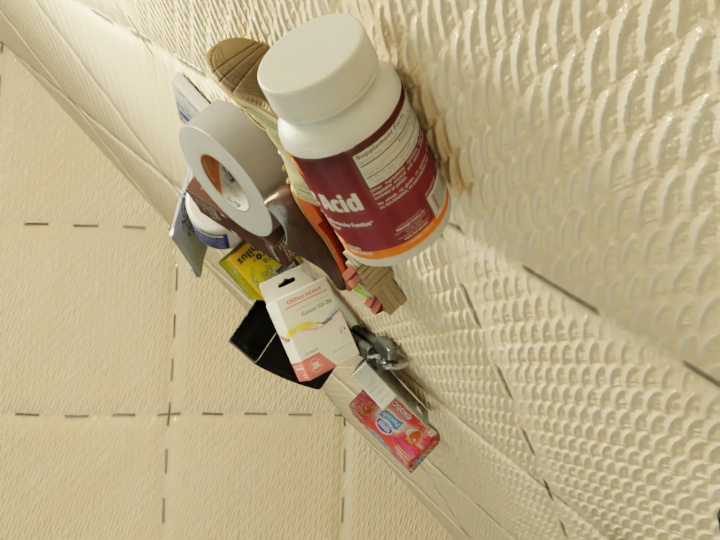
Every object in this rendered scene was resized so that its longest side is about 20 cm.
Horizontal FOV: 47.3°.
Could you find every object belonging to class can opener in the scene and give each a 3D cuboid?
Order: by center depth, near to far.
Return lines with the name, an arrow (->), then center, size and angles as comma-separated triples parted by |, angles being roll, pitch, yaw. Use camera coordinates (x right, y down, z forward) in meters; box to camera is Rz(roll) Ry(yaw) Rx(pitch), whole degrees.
can opener -> 0.026, 0.139, 1.550 | 0.199, 0.052, 0.068 | 23, 119, 58

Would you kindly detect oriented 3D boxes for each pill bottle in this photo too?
pill bottle -> -0.002, -0.108, 0.713 | 0.114, 0.114, 0.201 | 33, 162, 45
pill bottle -> -0.266, -0.107, 1.576 | 0.120, 0.120, 0.200 | 45, 167, 5

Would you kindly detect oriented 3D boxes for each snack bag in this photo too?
snack bag -> -0.328, -0.112, 1.657 | 0.021, 0.203, 0.189 | 6, 155, 10

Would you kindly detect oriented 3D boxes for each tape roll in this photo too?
tape roll -> -0.179, -0.149, 1.221 | 0.199, 0.066, 0.201 | 38, 156, 20

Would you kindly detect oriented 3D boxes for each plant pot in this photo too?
plant pot -> -0.135, 0.140, 1.763 | 0.177, 0.201, 0.199 | 40, 171, -25

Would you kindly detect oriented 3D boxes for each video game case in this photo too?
video game case -> -0.232, -0.217, 1.356 | 0.200, 0.022, 0.182 | 46, 167, 2

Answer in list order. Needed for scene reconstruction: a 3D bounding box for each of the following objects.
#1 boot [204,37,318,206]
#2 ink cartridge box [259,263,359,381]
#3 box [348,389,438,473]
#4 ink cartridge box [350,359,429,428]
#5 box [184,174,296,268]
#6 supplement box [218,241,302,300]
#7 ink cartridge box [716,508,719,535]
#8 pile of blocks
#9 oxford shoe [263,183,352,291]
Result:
boot -> -0.087, -0.162, 0.925 | 0.199, 0.073, 0.156 | 35, 161, 25
ink cartridge box -> -0.099, 0.092, 1.553 | 0.203, 0.115, 0.067 | 65, 156, -1
box -> 0.077, 0.350, 1.876 | 0.200, 0.100, 0.096 | 42, 167, 23
ink cartridge box -> 0.061, 0.245, 1.628 | 0.174, 0.044, 0.200 | 47, -177, 3
box -> -0.190, -0.096, 1.388 | 0.198, 0.076, 0.100 | 30, 166, 17
supplement box -> -0.209, -0.016, 1.687 | 0.110, 0.109, 0.200 | 48, 167, -10
ink cartridge box -> 0.400, 0.294, 0.794 | 0.094, 0.037, 0.201 | 35, 164, 44
pile of blocks -> 0.000, 0.000, 1.154 | 0.082, 0.062, 0.201 | 37, 164, 35
oxford shoe -> -0.070, -0.043, 1.184 | 0.072, 0.072, 0.202 | -97, -18, -57
